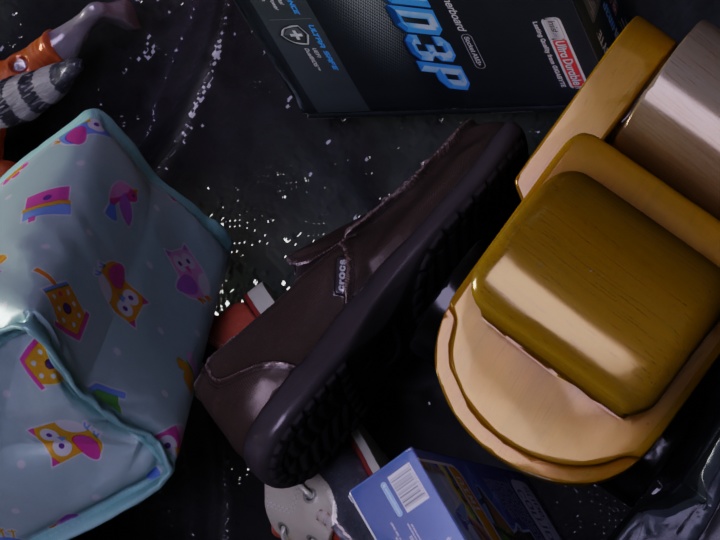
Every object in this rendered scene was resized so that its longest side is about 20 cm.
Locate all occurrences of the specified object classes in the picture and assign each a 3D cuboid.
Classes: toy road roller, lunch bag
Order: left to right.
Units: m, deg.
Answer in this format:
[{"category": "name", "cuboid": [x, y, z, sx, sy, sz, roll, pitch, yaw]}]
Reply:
[{"category": "lunch bag", "cuboid": [-0.168, 0.051, 0.998, 0.200, 0.122, 0.171, -33, 27, 27]}, {"category": "toy road roller", "cuboid": [0.112, -0.007, 0.875, 0.123, 0.146, 0.200, 36, 87, 8]}]

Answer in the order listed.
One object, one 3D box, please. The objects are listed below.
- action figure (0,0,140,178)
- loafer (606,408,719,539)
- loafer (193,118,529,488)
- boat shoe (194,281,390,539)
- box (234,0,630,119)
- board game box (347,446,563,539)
[{"category": "action figure", "cuboid": [-0.209, -0.095, 1.092, 0.193, 0.105, 0.201, -8, 81, 15]}, {"category": "loafer", "cuboid": [0.161, 0.083, 0.847, 0.072, 0.073, 0.200, 40, 104, 6]}, {"category": "loafer", "cuboid": [0.000, 0.000, 0.954, 0.071, 0.073, 0.200, 31, 64, 25]}, {"category": "boat shoe", "cuboid": [-0.017, 0.094, 0.981, 0.062, 0.071, 0.200, -36, 62, 0]}, {"category": "box", "cuboid": [0.014, -0.144, 0.939, 0.158, 0.200, 0.046, 0, 55, 25]}, {"category": "board game box", "cuboid": [0.081, 0.168, 0.890, 0.034, 0.135, 0.200, -36, 68, 14]}]
